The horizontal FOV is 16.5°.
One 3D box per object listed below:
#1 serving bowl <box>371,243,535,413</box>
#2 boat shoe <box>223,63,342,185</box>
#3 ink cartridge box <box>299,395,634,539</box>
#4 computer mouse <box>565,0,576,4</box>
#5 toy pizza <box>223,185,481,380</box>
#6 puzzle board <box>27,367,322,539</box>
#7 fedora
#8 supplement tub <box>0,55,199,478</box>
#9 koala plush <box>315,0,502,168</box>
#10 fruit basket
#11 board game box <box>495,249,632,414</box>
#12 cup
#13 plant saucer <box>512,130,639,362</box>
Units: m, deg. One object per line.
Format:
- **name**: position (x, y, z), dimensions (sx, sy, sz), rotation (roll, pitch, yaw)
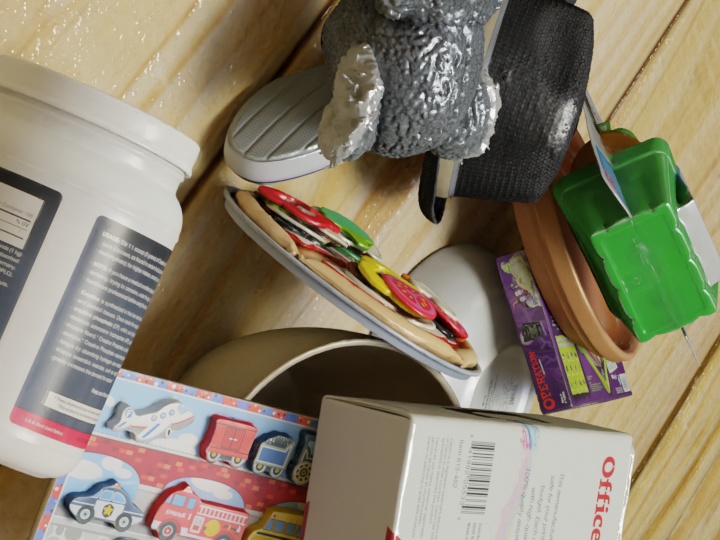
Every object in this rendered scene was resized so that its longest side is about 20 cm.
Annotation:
- **serving bowl**: position (0.079, 0.084, 1.851), dimensions (0.200, 0.066, 0.201), rotation (-33, 133, -44)
- **boat shoe**: position (-0.011, -0.098, 1.618), dimensions (0.200, 0.072, 0.062), rotation (-33, 147, -36)
- **ink cartridge box**: position (0.064, 0.159, 1.522), dimensions (0.199, 0.083, 0.147), rotation (8, 91, -43)
- **computer mouse**: position (0.125, -0.166, 1.810), dimensions (0.059, 0.034, 0.201), rotation (21, 90, -58)
- **toy pizza**: position (0.000, 0.000, 1.570), dimensions (0.032, 0.200, 0.200), rotation (-54, 147, 6)
- **puzzle board**: position (-0.097, 0.146, 1.468), dimensions (0.199, 0.017, 0.151), rotation (17, 96, -36)
- **fedora**: position (0.106, -0.120, 1.696), dimensions (0.201, 0.091, 0.202), rotation (17, 90, -85)
- **supplement tub**: position (-0.182, -0.001, 1.358), dimensions (0.140, 0.140, 0.201), rotation (30, 83, -57)
- **koala plush**: position (0.032, -0.160, 1.526), dimensions (0.177, 0.183, 0.201), rotation (-1, 102, -54)
- **fruit basket**: position (0.199, -0.054, 1.791), dimensions (0.200, 0.093, 0.186), rotation (-90, 156, -54)
- **board game box**: position (0.155, 0.044, 1.873), dimensions (0.200, 0.032, 0.121), rotation (2, 75, -71)
- **cup**: position (-0.051, 0.117, 1.587), dimensions (0.199, 0.143, 0.201), rotation (-12, 113, -29)
- **plant saucer**: position (0.155, -0.025, 1.842), dimensions (0.200, 0.037, 0.201), rotation (-18, 90, -73)
